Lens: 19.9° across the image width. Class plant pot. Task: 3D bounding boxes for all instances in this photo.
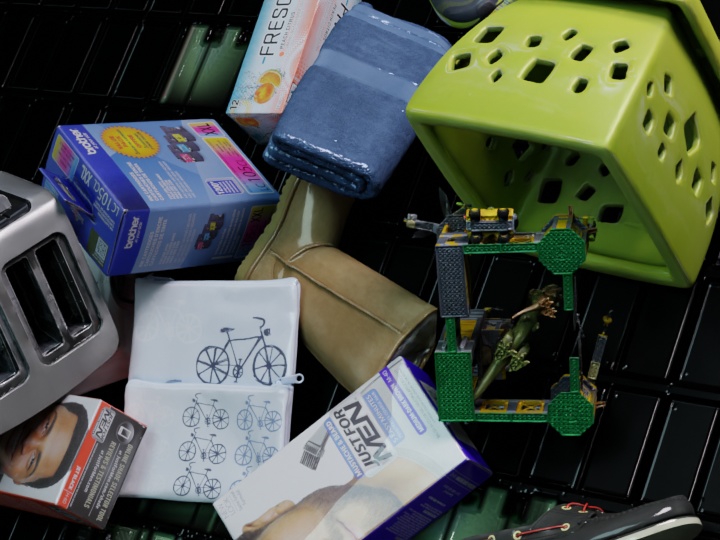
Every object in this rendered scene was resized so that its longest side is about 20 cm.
[{"bbox_3d":[0.186,-0.126,1.620,0.198,0.200,0.182,15,67,38],"label":"plant pot"}]

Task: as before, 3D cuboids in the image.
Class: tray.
[{"bbox_3d":[-0.249,0.019,1.925,0.107,0.022,0.201,-20,55,21],"label":"tray"}]

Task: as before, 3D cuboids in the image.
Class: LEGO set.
[{"bbox_3d":[0.122,0.029,1.602,0.153,0.201,0.116,-9,17,13],"label":"LEGO set"}]

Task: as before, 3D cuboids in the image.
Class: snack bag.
[{"bbox_3d":[-0.131,0.101,1.768,0.188,0.021,0.201,0,81,34],"label":"snack bag"}]

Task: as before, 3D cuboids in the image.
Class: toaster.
[{"bbox_3d":[-0.328,0.041,1.773,0.180,0.201,0.118,-34,27,-29],"label":"toaster"}]

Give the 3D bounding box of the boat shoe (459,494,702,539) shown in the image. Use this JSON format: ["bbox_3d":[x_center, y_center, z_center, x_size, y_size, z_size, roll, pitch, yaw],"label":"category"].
[{"bbox_3d":[0.157,0.202,1.524,0.201,0.074,0.063,-23,62,26],"label":"boat shoe"}]

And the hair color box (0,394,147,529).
[{"bbox_3d":[-0.286,0.161,1.816,0.199,0.061,0.102,3,65,47],"label":"hair color box"}]

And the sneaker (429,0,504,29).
[{"bbox_3d":[0.066,-0.296,1.863,0.074,0.081,0.200,-39,50,8],"label":"sneaker"}]

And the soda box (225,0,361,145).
[{"bbox_3d":[-0.056,-0.216,1.908,0.068,0.064,0.201,3,65,34],"label":"soda box"}]

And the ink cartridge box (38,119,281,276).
[{"bbox_3d":[-0.191,-0.066,1.814,0.136,0.199,0.077,47,131,37],"label":"ink cartridge box"}]

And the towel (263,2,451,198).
[{"bbox_3d":[0.002,-0.146,1.778,0.111,0.049,0.200,23,48,7],"label":"towel"}]

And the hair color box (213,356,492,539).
[{"bbox_3d":[-0.007,0.175,1.642,0.200,0.065,0.110,-40,61,9],"label":"hair color box"}]

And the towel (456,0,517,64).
[{"bbox_3d":[0.146,-0.209,1.722,0.200,0.144,0.023,-47,64,-1],"label":"towel"}]

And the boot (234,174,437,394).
[{"bbox_3d":[0.000,0.000,1.752,0.200,0.066,0.176,35,97,41],"label":"boot"}]

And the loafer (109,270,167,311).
[{"bbox_3d":[-0.211,-0.060,1.907,0.071,0.063,0.201,-6,58,-5],"label":"loafer"}]
